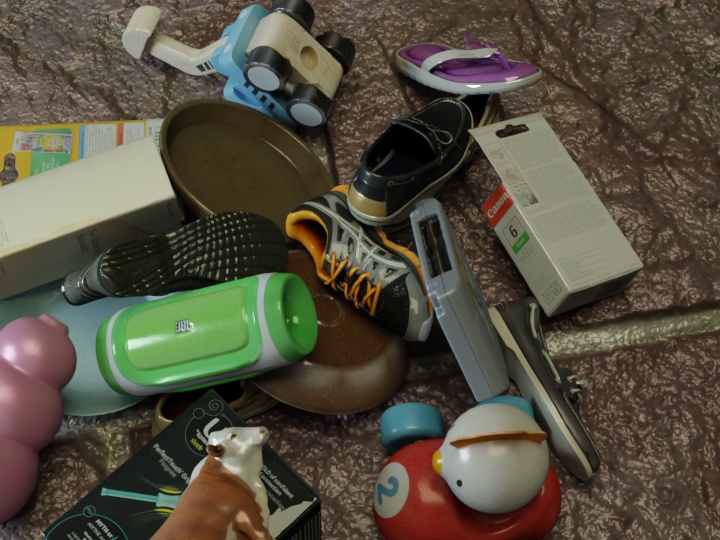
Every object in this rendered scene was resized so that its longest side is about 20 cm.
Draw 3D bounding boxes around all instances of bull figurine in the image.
[{"bbox_3d":[-0.119,0.224,1.315,0.121,0.065,0.200,33,65,14],"label":"bull figurine"}]

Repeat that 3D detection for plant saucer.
[{"bbox_3d":[-0.262,0.059,1.569,0.198,0.039,0.203,1,60,-1],"label":"plant saucer"},{"bbox_3d":[-0.117,-0.096,1.617,0.198,0.030,0.201,22,39,-19],"label":"plant saucer"},{"bbox_3d":[-0.039,0.047,1.539,0.198,0.037,0.202,13,45,-13],"label":"plant saucer"}]

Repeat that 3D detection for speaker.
[{"bbox_3d":[-0.142,0.060,1.458,0.198,0.088,0.089,-13,57,23],"label":"speaker"}]

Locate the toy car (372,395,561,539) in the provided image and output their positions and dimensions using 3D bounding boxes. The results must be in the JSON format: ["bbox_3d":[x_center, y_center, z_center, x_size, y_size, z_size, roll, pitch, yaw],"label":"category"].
[{"bbox_3d":[0.098,0.178,1.411,0.174,0.201,0.186,-3,60,-2],"label":"toy car"}]

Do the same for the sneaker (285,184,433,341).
[{"bbox_3d":[0.000,0.000,1.526,0.077,0.079,0.200,-14,46,-33],"label":"sneaker"}]

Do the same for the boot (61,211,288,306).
[{"bbox_3d":[-0.180,-0.009,1.521,0.198,0.130,0.069,-9,88,-27],"label":"boot"}]

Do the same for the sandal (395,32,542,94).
[{"bbox_3d":[0.104,-0.223,1.671,0.082,0.050,0.201,-28,30,-33],"label":"sandal"}]

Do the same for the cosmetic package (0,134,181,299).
[{"bbox_3d":[-0.278,-0.050,1.541,0.198,0.104,0.074,-20,72,-7],"label":"cosmetic package"}]

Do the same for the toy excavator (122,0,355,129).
[{"bbox_3d":[-0.136,-0.224,1.703,0.194,0.199,0.101,39,56,-29],"label":"toy excavator"}]

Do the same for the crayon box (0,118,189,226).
[{"bbox_3d":[-0.277,-0.089,1.646,0.197,0.052,0.127,-2,61,-2],"label":"crayon box"}]

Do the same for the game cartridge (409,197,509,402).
[{"bbox_3d":[0.092,0.029,1.470,0.041,0.134,0.201,-27,26,9],"label":"game cartridge"}]

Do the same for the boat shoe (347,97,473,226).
[{"bbox_3d":[0.055,-0.120,1.564,0.074,0.063,0.200,28,46,19],"label":"boat shoe"}]

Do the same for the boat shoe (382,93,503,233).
[{"bbox_3d":[0.071,-0.123,1.659,0.074,0.069,0.200,37,66,19],"label":"boat shoe"}]

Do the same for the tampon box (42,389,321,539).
[{"bbox_3d":[-0.153,0.241,1.415,0.200,0.127,0.150,-40,68,-21],"label":"tampon box"}]

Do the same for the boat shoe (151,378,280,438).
[{"bbox_3d":[-0.116,0.102,1.529,0.074,0.067,0.200,40,67,21],"label":"boat shoe"}]

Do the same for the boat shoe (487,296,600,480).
[{"bbox_3d":[0.187,0.106,1.527,0.062,0.073,0.201,-23,58,-10],"label":"boat shoe"}]

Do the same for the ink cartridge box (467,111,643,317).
[{"bbox_3d":[0.186,-0.059,1.603,0.108,0.050,0.201,-16,65,-36],"label":"ink cartridge box"}]

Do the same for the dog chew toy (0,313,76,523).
[{"bbox_3d":[-0.330,0.132,1.458,0.124,0.125,0.201,29,83,15],"label":"dog chew toy"}]
